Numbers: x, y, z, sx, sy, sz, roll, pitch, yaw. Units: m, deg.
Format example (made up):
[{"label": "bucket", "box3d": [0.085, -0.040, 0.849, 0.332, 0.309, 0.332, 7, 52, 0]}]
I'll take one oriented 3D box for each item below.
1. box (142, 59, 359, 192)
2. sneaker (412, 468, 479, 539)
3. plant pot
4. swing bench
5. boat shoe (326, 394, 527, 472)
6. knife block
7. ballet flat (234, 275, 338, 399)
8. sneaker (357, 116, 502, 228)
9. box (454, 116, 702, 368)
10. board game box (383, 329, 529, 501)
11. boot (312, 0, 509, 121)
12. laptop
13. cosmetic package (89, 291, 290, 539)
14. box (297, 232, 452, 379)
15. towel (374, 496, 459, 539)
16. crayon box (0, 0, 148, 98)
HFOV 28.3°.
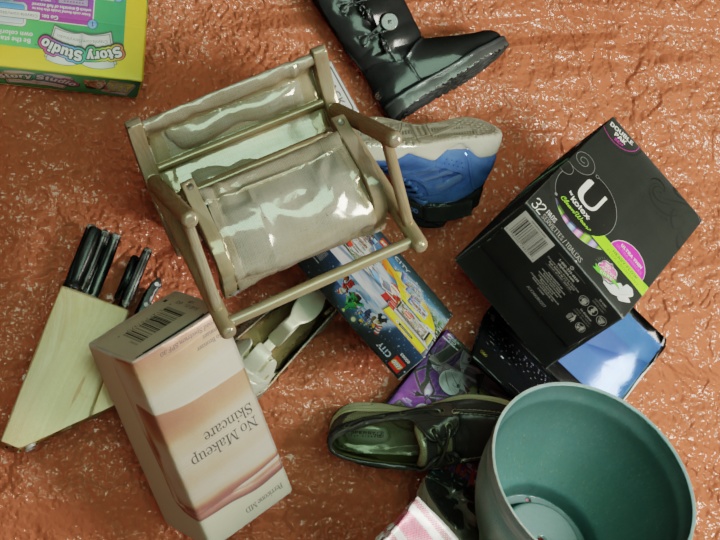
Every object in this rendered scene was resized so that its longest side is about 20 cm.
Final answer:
[{"label": "box", "box3d": [-0.108, -0.122, 1.399, 0.199, 0.117, 0.060, -30, 87, -20]}, {"label": "sneaker", "box3d": [0.108, 0.292, 1.366, 0.077, 0.087, 0.201, -2, 49, -36]}, {"label": "plant pot", "box3d": [0.185, 0.223, 1.305, 0.198, 0.135, 0.202, 13, 48, -15]}, {"label": "swing bench", "box3d": [-0.077, -0.076, 1.252, 0.197, 0.200, 0.131, -23, 127, -11]}, {"label": "boat shoe", "box3d": [0.064, 0.164, 1.375, 0.199, 0.066, 0.072, -1, 109, 11]}, {"label": "knife block", "box3d": [-0.274, 0.055, 1.344, 0.199, 0.064, 0.177, -24, 85, -18]}, {"label": "ballet flat", "box3d": [-0.088, 0.069, 1.390, 0.068, 0.067, 0.200, 44, 72, -4]}, {"label": "sneaker", "box3d": [0.051, -0.092, 1.430, 0.199, 0.077, 0.112, -8, 122, -39]}, {"label": "box", "box3d": [0.221, -0.031, 1.432, 0.149, 0.124, 0.200, 50, 46, -1]}, {"label": "board game box", "box3d": [0.122, 0.171, 1.450, 0.200, 0.032, 0.120, 42, 76, -4]}, {"label": "boot", "box3d": [0.042, -0.278, 1.505, 0.164, 0.066, 0.201, -31, 84, -21]}, {"label": "laptop", "box3d": [0.217, 0.081, 1.452, 0.177, 0.200, 0.103, 42, 110, -3]}, {"label": "cosmetic package", "box3d": [-0.152, 0.134, 1.294, 0.103, 0.087, 0.201, -34, 118, -28]}, {"label": "box", "box3d": [0.000, 0.000, 1.398, 0.038, 0.137, 0.200, -40, 91, 21]}, {"label": "towel", "box3d": [0.031, 0.311, 1.199, 0.200, 0.030, 0.147, -43, 93, -19]}, {"label": "crayon box", "box3d": [-0.310, -0.270, 1.404, 0.198, 0.058, 0.174, 5, 79, -14]}]
